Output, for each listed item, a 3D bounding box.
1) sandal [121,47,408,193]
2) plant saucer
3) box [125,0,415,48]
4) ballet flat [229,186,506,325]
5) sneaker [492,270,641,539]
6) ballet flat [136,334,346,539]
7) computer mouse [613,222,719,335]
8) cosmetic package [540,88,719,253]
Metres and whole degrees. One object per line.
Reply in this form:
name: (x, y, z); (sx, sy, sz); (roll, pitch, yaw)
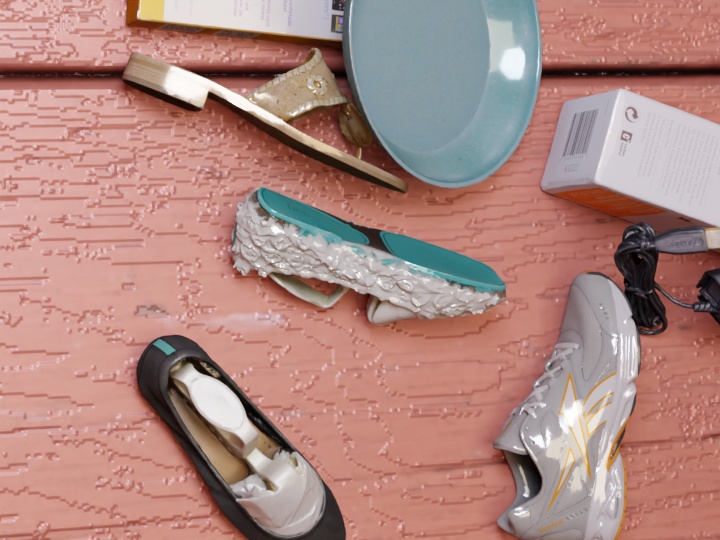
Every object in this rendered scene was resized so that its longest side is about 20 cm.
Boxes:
sandal: (-0.052, -0.122, 1.626); (0.211, 0.078, 0.070); (21, 87, -12)
plant saucer: (0.049, -0.156, 1.651); (0.200, 0.036, 0.201); (1, 89, -47)
box: (-0.058, -0.218, 1.648); (0.199, 0.041, 0.120); (5, 86, -21)
ballet flat: (0.000, 0.000, 1.654); (0.199, 0.072, 0.072); (19, 82, -15)
sneaker: (0.141, 0.098, 1.688); (0.092, 0.076, 0.201); (5, 85, -14)
ballet flat: (-0.077, 0.127, 1.612); (0.068, 0.068, 0.200); (-45, 102, -15)
computer mouse: (0.274, 0.000, 1.670); (0.199, 0.141, 0.046); (4, 61, 19)
cosmetic package: (0.242, -0.062, 1.712); (0.199, 0.101, 0.072); (18, 83, -17)
